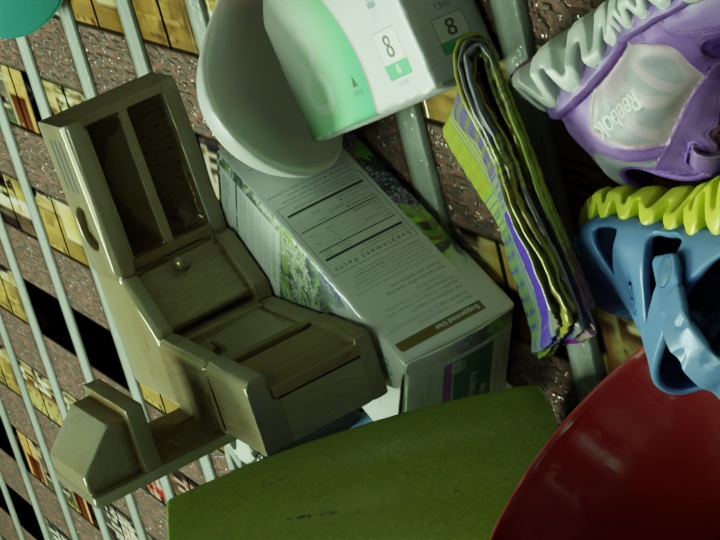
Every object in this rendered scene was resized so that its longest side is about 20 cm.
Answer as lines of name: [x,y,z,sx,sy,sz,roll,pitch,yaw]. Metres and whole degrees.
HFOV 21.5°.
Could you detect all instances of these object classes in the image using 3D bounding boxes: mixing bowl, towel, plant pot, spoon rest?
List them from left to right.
spoon rest: [-0.068,-0.139,1.107,0.061,0.099,0.201,-45,56,37]
plant pot: [0.000,0.158,0.988,0.187,0.198,0.189,178,90,-85]
towel: [0.072,-0.029,0.909,0.200,0.023,0.145,80,168,-85]
mixing bowl: [0.156,0.119,0.814,0.108,0.201,0.200,41,160,-14]

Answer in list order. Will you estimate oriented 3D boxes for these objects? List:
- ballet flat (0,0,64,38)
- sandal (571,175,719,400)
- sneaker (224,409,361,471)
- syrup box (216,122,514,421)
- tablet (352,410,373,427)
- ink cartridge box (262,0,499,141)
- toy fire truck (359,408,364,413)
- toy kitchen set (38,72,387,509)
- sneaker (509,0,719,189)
ballet flat: [-0.246,-0.237,1.408,0.071,0.070,0.200,62,156,5]
sandal: [0.136,0.011,0.794,0.200,0.079,0.088,169,117,-78]
sneaker: [-0.060,0.076,1.185,0.089,0.074,0.200,70,160,1]
syrup box: [0.000,0.000,1.104,0.200,0.081,0.079,47,153,33]
tablet: [0.031,0.184,1.144,0.201,0.014,0.130,68,153,16]
ink cartridge box: [-0.017,-0.179,1.010,0.201,0.050,0.161,65,156,-5]
toy fire truck: [-0.029,0.057,1.257,0.142,0.049,0.200,66,155,-1]
toy kitchen set: [-0.121,0.010,1.060,0.200,0.162,0.182,18,130,60]
sneaker: [0.136,-0.083,0.766,0.089,0.080,0.200,57,160,0]
